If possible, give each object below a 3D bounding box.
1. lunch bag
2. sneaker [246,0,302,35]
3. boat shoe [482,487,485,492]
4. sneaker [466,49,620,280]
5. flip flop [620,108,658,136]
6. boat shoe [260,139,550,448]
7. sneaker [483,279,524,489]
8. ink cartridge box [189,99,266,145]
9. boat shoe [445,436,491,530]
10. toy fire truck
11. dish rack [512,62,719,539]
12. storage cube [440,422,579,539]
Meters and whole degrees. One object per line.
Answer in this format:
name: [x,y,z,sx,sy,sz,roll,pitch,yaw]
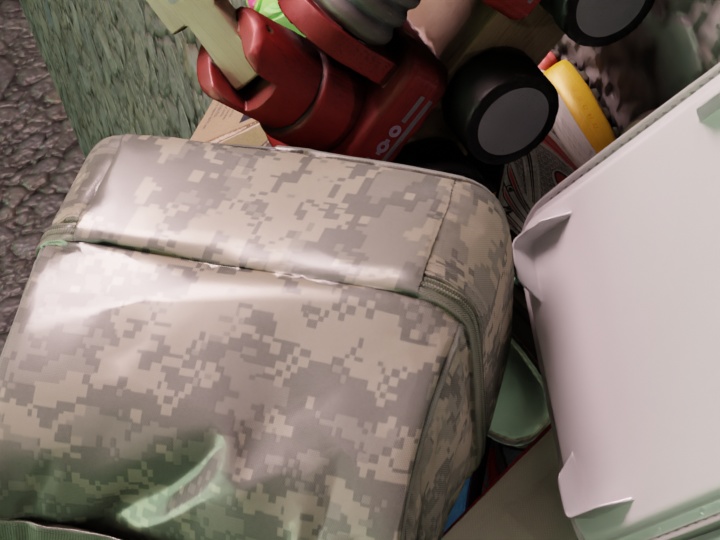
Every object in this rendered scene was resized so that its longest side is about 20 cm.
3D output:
lunch bag: [-0.047,0.052,0.631,0.140,0.198,0.169,85,-160,-50]
sneaker: [-0.016,-0.164,0.866,0.084,0.076,0.201,52,-154,-23]
boat shoe: [0.115,0.153,0.923,0.200,0.072,0.070,41,154,8]
sneaker: [0.099,-0.010,0.736,0.078,0.081,0.201,91,154,-56]
flip flop: [0.153,0.027,0.629,0.081,0.057,0.202,130,118,-74]
boat shoe: [0.015,0.014,0.745,0.200,0.073,0.075,43,116,8]
sneaker: [0.104,0.074,0.847,0.202,0.079,0.095,70,164,-4]
ink cartridge box: [-0.033,-0.030,1.049,0.165,0.074,0.201,-82,-33,-67]
boat shoe: [0.043,0.117,0.853,0.084,0.069,0.201,26,120,7]
toy fire truck: [-0.008,-0.129,0.641,0.199,0.176,0.129,22,-154,-43]
dish rack: [0.121,0.016,0.577,0.200,0.043,0.173,-39,55,54]
storage cube: [0.102,0.191,0.722,0.171,0.200,0.180,42,155,17]
